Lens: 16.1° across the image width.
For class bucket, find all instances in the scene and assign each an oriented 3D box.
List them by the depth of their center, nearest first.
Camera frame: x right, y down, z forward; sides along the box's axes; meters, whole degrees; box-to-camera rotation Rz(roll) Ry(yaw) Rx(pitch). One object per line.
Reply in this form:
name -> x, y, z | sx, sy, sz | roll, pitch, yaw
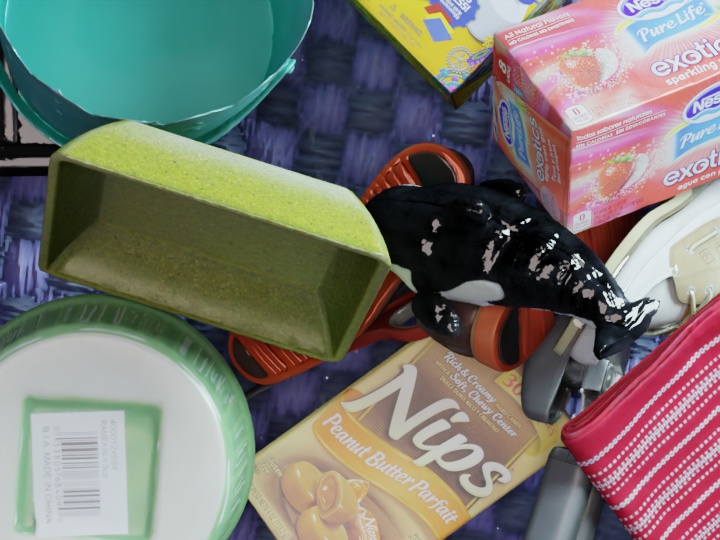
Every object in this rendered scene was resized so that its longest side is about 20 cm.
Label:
bucket -> -0.132, -0.166, 1.544 | 0.207, 0.135, 0.207 | 1, 77, -6

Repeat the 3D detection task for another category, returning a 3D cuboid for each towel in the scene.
towel -> 0.223, 0.119, 1.583 | 0.145, 0.022, 0.200 | -40, 122, -4

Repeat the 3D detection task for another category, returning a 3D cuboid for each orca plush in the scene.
orca plush -> 0.074, -0.009, 1.502 | 0.105, 0.071, 0.200 | -46, 55, -6

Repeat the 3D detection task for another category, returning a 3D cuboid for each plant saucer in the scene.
plant saucer -> -0.086, -0.023, 1.508 | 0.200, 0.200, 0.048 | 17, 69, -3

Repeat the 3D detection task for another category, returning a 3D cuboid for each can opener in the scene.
can opener -> 0.120, 0.126, 1.590 | 0.067, 0.053, 0.200 | 14, 82, 29

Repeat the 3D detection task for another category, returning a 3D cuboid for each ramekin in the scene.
ramekin -> -0.165, 0.117, 1.569 | 0.200, 0.098, 0.200 | 0, 94, -2

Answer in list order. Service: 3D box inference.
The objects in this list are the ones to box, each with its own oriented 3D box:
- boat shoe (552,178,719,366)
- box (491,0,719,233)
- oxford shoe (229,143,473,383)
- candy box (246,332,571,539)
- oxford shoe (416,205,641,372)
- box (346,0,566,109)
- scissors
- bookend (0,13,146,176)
boat shoe -> 0.191, 0.003, 1.574 | 0.068, 0.075, 0.200 | 39, 48, 8
box -> 0.190, -0.117, 1.569 | 0.200, 0.095, 0.103 | -21, 50, -16
oxford shoe -> 0.000, 0.000, 1.634 | 0.200, 0.073, 0.071 | -41, 81, 13
candy box -> 0.030, 0.119, 1.643 | 0.200, 0.055, 0.115 | -36, 88, 3
oxford shoe -> 0.111, -0.018, 1.603 | 0.073, 0.200, 0.071 | 18, 134, 33
box -> 0.057, -0.243, 1.614 | 0.200, 0.122, 0.193 | 45, 92, 4
scissors -> -0.017, 0.046, 1.665 | 0.200, 0.073, 0.014 | -25, 123, 25
bookend -> -0.216, -0.160, 1.648 | 0.200, 0.092, 0.199 | 0, 89, 4
